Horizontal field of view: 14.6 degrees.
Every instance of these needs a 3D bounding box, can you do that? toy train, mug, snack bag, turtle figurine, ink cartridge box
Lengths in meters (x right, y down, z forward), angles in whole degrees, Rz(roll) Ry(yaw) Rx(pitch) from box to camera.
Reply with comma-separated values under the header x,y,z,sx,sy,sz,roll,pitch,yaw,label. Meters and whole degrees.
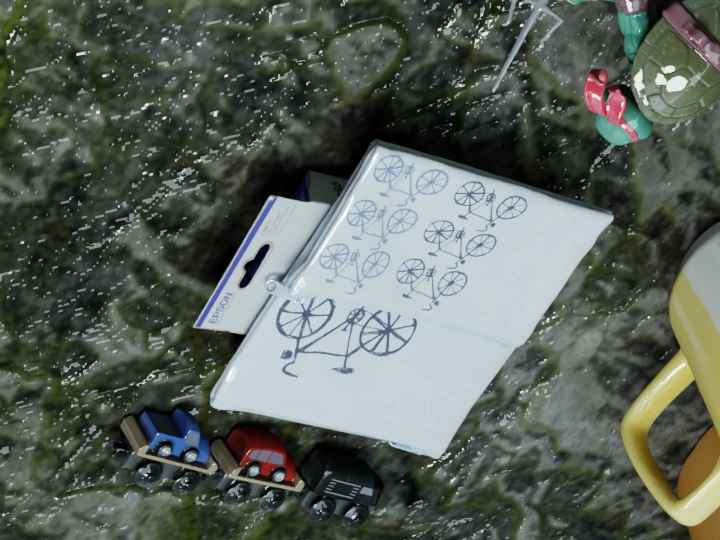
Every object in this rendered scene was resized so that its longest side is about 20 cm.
x,y,z,sx,sy,sz,roll,pitch,yaw,label
-0.064,0.117,1.688,0.200,0.034,0.046,16,117,-39,toy train
0.246,0.048,1.709,0.186,0.153,0.150,-22,137,-9,mug
0.027,0.023,1.606,0.188,0.021,0.200,15,120,-39,snack bag
0.178,-0.134,1.550,0.200,0.101,0.150,-45,136,6,turtle figurine
0.000,0.000,1.613,0.199,0.039,0.100,12,123,-38,ink cartridge box

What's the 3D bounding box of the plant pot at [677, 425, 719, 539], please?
x,y,z,sx,sy,sz,roll,pitch,yaw,label
0.303,0.184,1.844,0.199,0.183,0.201,-16,136,-16,plant pot
